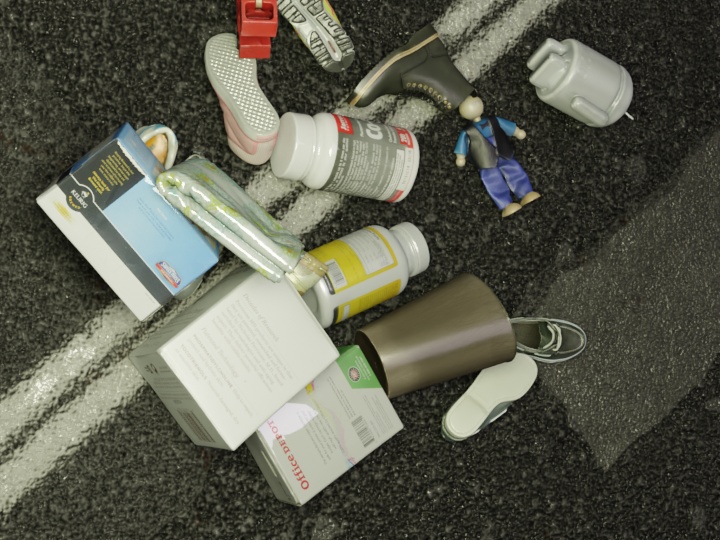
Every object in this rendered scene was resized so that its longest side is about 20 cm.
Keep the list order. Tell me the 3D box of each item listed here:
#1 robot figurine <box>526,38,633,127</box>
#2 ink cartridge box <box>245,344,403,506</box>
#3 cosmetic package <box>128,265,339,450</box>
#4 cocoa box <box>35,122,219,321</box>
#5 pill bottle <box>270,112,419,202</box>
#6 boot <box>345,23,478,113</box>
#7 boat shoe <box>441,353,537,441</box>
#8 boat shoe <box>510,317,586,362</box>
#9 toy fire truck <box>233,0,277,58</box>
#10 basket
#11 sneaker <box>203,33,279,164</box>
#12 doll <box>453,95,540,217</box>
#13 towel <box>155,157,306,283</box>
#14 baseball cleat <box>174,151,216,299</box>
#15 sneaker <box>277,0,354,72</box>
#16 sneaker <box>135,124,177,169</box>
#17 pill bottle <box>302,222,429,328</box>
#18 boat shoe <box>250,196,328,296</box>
[{"bbox_3d":[0.375,-0.313,1.833,0.199,0.113,0.170,22,47,-24],"label":"robot figurine"},{"bbox_3d":[-0.061,0.221,1.573,0.200,0.087,0.146,-34,100,-27],"label":"ink cartridge box"},{"bbox_3d":[-0.173,0.115,1.480,0.200,0.167,0.167,-40,102,-25],"label":"cosmetic package"},{"bbox_3d":[-0.287,-0.065,1.386,0.131,0.133,0.200,-37,107,5],"label":"cocoa box"},{"bbox_3d":[-0.024,-0.170,1.614,0.199,0.114,0.115,8,82,-27],"label":"pill bottle"},{"bbox_3d":[0.086,-0.279,1.693,0.200,0.077,0.139,-42,96,-23],"label":"boot"},{"bbox_3d":[0.200,0.202,1.730,0.200,0.062,0.073,-37,77,-28],"label":"boat shoe"},{"bbox_3d":[0.295,0.113,1.775,0.199,0.071,0.073,3,84,-27],"label":"boat shoe"},{"bbox_3d":[-0.149,-0.374,1.520,0.048,0.141,0.201,-1,59,-9],"label":"toy fire truck"},{"bbox_3d":[0.103,0.105,1.639,0.199,0.180,0.137,-21,121,-17],"label":"basket"},{"bbox_3d":[-0.176,-0.241,1.576,0.075,0.105,0.201,-17,64,-19],"label":"sneaker"},{"bbox_3d":[0.219,-0.194,1.778,0.136,0.048,0.201,-30,93,-18],"label":"doll"},{"bbox_3d":[-0.156,-0.067,1.370,0.200,0.171,0.048,38,98,-4],"label":"towel"},{"bbox_3d":[-0.245,-0.066,1.499,0.069,0.106,0.201,2,72,18],"label":"baseball cleat"},{"bbox_3d":[-0.081,-0.389,1.622,0.078,0.090,0.201,-27,110,2],"label":"sneaker"},{"bbox_3d":[-0.312,-0.109,1.479,0.076,0.081,0.201,25,80,-24],"label":"sneaker"},{"bbox_3d":[0.000,0.000,1.611,0.199,0.112,0.113,-23,96,-27],"label":"pill bottle"},{"bbox_3d":[-0.129,-0.055,1.495,0.063,0.073,0.201,-41,95,-1],"label":"boat shoe"}]
